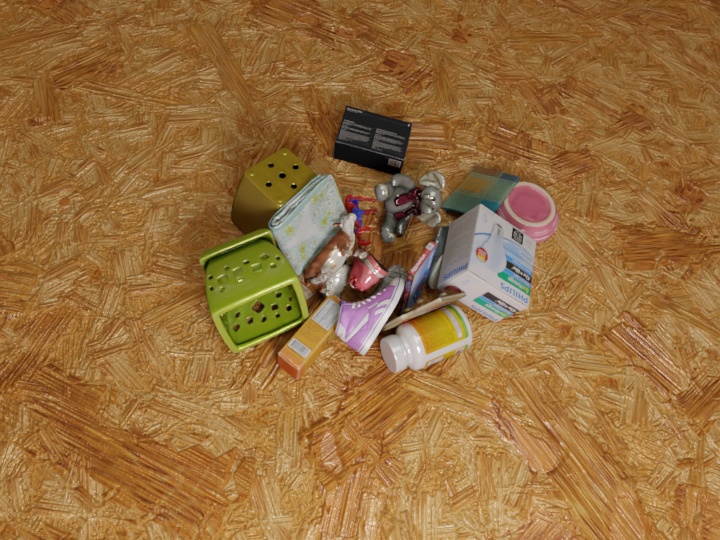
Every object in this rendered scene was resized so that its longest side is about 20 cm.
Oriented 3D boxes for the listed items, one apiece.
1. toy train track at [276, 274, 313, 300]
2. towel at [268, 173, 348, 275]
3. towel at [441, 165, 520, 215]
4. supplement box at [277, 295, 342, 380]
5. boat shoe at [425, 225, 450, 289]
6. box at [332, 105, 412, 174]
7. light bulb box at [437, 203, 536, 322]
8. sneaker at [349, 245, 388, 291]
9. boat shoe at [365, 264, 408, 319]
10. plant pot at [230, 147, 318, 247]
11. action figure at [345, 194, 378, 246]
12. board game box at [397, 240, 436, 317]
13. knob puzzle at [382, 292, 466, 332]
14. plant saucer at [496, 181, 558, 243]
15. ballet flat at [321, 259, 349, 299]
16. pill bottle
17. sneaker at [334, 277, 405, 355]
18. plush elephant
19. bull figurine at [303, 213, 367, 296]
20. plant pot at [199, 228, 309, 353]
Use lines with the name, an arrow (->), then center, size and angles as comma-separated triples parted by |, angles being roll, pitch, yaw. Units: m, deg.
toy train track -> -0.136, -0.004, 1.511 | 0.114, 0.033, 0.200 | 38, 60, 12
towel -> -0.114, -0.108, 1.444 | 0.048, 0.172, 0.200 | 28, 64, 40
towel -> 0.333, -0.212, 1.694 | 0.145, 0.022, 0.200 | 22, 55, 31
supplement box -> -0.105, 0.150, 1.409 | 0.068, 0.067, 0.200 | 36, 60, 14
boat shoe -> 0.201, -0.037, 1.581 | 0.061, 0.073, 0.201 | 11, 57, 28
box -> 0.035, -0.365, 1.725 | 0.197, 0.079, 0.143 | 15, 62, 0
light bulb box -> 0.313, -0.015, 1.511 | 0.197, 0.125, 0.202 | 29, 56, -19
sneaker -> 0.000, 0.000, 1.461 | 0.074, 0.200, 0.087 | 44, 89, -12
boat shoe -> 0.050, 0.080, 1.475 | 0.074, 0.073, 0.201 | 37, 74, 3
plant pot -> -0.191, -0.175, 1.509 | 0.199, 0.177, 0.200 | -37, 68, -27
action figure -> 0.015, -0.145, 1.577 | 0.097, 0.066, 0.201 | -9, 38, -11
board game box -> 0.131, 0.027, 1.443 | 0.019, 0.201, 0.103 | 30, 59, 15
knob puzzle -> 0.129, 0.092, 1.418 | 0.217, 0.220, 0.031 | -20, 80, -20
plant saucer -> 0.462, -0.172, 1.705 | 0.197, 0.051, 0.203 | 5, 59, -8
ballet flat -> -0.054, -0.021, 1.506 | 0.071, 0.072, 0.203 | 9, 60, -5
pill bottle -> 0.149, 0.162, 1.420 | 0.198, 0.112, 0.112 | -19, 65, -20
sneaker -> 0.016, 0.077, 1.391 | 0.114, 0.073, 0.202 | 34, 69, 2
plush elephant -> 0.141, -0.175, 1.585 | 0.153, 0.167, 0.200 | 5, 30, 22
bull figurine -> -0.055, -0.037, 1.431 | 0.201, 0.065, 0.121 | -53, 34, 3
plant pot -> -0.243, 0.035, 1.367 | 0.198, 0.200, 0.183 | -22, 59, -10
